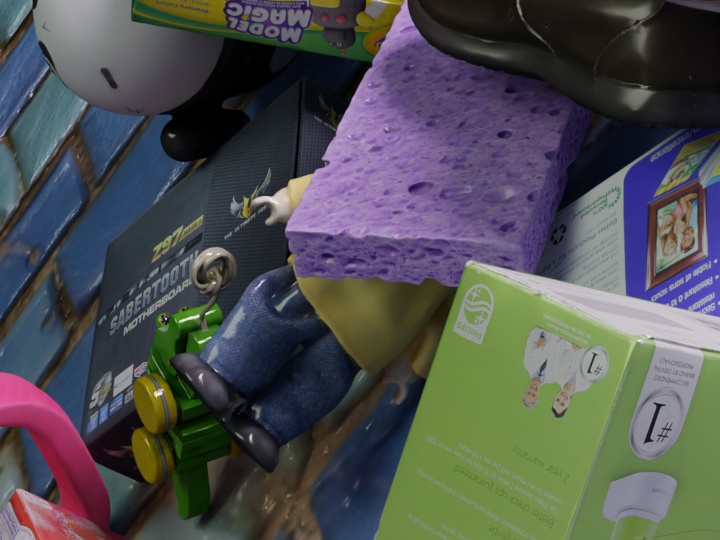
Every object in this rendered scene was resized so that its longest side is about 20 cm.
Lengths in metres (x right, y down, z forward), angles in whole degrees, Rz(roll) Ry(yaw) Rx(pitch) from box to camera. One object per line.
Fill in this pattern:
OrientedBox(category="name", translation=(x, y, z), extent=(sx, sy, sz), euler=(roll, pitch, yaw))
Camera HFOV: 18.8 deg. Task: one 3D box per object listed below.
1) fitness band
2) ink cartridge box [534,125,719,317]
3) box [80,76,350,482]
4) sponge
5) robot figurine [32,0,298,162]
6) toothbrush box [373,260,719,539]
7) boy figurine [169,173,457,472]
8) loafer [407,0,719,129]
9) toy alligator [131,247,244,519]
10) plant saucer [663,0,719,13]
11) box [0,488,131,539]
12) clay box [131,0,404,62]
OrientedBox(category="fitness band", translation=(-0.207, 0.138, 1.179), extent=(0.143, 0.200, 0.037), euler=(-39, 56, -16))
OrientedBox(category="ink cartridge box", translation=(0.122, 0.039, 0.887), extent=(0.198, 0.043, 0.201), euler=(-35, 36, 38))
OrientedBox(category="box", translation=(-0.079, 0.007, 1.227), extent=(0.200, 0.051, 0.158), euler=(-36, 36, 38))
OrientedBox(category="sponge", translation=(0.049, -0.069, 1.006), extent=(0.111, 0.030, 0.200), euler=(2, 42, 23))
OrientedBox(category="robot figurine", translation=(-0.107, -0.156, 1.275), extent=(0.125, 0.150, 0.200), euler=(-56, -14, 24))
OrientedBox(category="toothbrush box", translation=(0.079, 0.112, 0.730), extent=(0.086, 0.145, 0.201), euler=(24, 100, 47))
OrientedBox(category="boy figurine", translation=(0.000, 0.000, 1.044), extent=(0.200, 0.124, 0.064), euler=(-44, 17, -6))
OrientedBox(category="loafer", translation=(0.093, -0.117, 0.940), extent=(0.200, 0.073, 0.072), euler=(30, 117, 50))
OrientedBox(category="toy alligator", translation=(-0.089, 0.048, 1.121), extent=(0.054, 0.059, 0.201), euler=(52, 148, 37))
OrientedBox(category="plant saucer", translation=(0.168, -0.142, 0.870), extent=(0.200, 0.199, 0.032), euler=(-121, 25, -58))
OrientedBox(category="box", translation=(-0.140, 0.208, 1.100), extent=(0.100, 0.095, 0.200), euler=(-58, 29, 6))
OrientedBox(category="clay box", translation=(-0.021, -0.167, 1.169), extent=(0.115, 0.199, 0.048), euler=(-94, 19, -45))
